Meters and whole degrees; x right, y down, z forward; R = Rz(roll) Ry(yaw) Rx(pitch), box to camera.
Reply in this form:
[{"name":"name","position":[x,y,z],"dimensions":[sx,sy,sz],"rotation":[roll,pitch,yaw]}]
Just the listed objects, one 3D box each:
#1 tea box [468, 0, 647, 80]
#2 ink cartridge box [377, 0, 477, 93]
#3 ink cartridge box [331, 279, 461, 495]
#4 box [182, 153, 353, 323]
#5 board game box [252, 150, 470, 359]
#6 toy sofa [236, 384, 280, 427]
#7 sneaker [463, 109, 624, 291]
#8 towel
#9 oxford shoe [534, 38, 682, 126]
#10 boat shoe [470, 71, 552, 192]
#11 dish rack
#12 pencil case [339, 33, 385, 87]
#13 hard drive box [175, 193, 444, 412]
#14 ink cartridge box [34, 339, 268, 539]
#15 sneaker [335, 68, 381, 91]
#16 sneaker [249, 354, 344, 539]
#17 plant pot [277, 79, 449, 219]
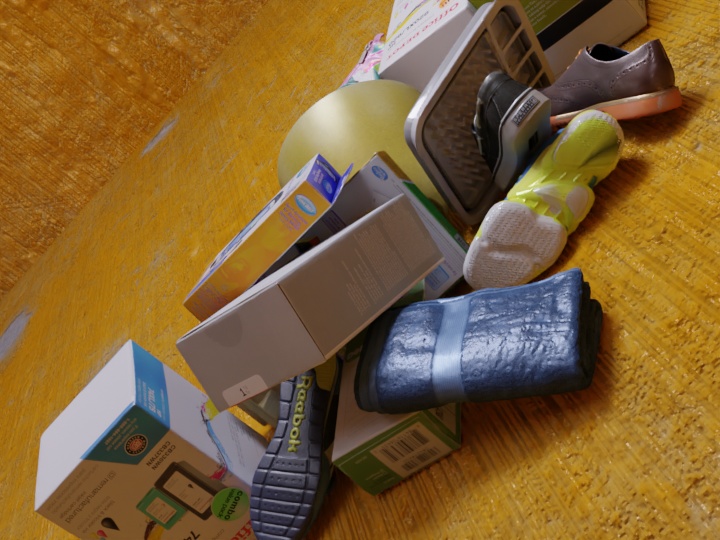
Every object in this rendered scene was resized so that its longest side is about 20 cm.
[{"name":"tea box","position":[0.212,-0.355,1.139],"dimensions":[0.133,0.197,0.201],"rotation":[-33,28,34]},{"name":"ink cartridge box","position":[0.128,-0.283,1.243],"dimensions":[0.147,0.145,0.201],"rotation":[-33,29,32]},{"name":"ink cartridge box","position":[0.037,0.098,0.935],"dimensions":[0.104,0.059,0.201],"rotation":[-35,28,26]},{"name":"box","position":[-0.087,-0.040,0.993],"dimensions":[0.200,0.041,0.119],"rotation":[-46,10,16]},{"name":"board game box","position":[0.000,0.000,1.035],"dimensions":[0.200,0.153,0.040],"rotation":[-42,-1,16]},{"name":"toy sofa","position":[-0.079,0.072,1.133],"dimensions":[0.200,0.083,0.098],"rotation":[-53,12,-9]},{"name":"sneaker","position":[0.171,-0.062,0.951],"dimensions":[0.200,0.076,0.105],"rotation":[-49,3,7]},{"name":"towel","position":[0.093,0.061,0.820],"dimensions":[0.199,0.049,0.112],"rotation":[-10,37,25]},{"name":"oxford shoe","position":[0.227,-0.185,0.983],"dimensions":[0.071,0.073,0.200],"rotation":[-22,14,-32]},{"name":"boat shoe","position":[0.145,-0.138,0.983],"dimensions":[0.071,0.064,0.200],"rotation":[-47,-14,-7]},{"name":"dish rack","position":[0.122,-0.168,1.046],"dimensions":[0.043,0.172,0.201],"rotation":[19,69,39]},{"name":"pencil case","position":[-0.006,-0.261,1.531],"dimensions":[0.200,0.087,0.087],"rotation":[-52,23,-3]},{"name":"hard drive box","position":[-0.043,0.026,0.899],"dimensions":[0.156,0.077,0.200],"rotation":[-29,5,43]},{"name":"ink cartridge box","position":[-0.203,0.206,1.025],"dimensions":[0.147,0.200,0.146],"rotation":[-47,25,6]},{"name":"sneaker","position":[-0.016,-0.197,1.228],"dimensions":[0.091,0.078,0.200],"rotation":[-28,4,-1]},{"name":"sneaker","position":[-0.047,0.173,0.971],"dimensions":[0.074,0.082,0.201],"rotation":[7,72,27]},{"name":"plant pot","position":[0.023,-0.089,1.122],"dimensions":[0.200,0.200,0.142],"rotation":[-42,49,17]}]
